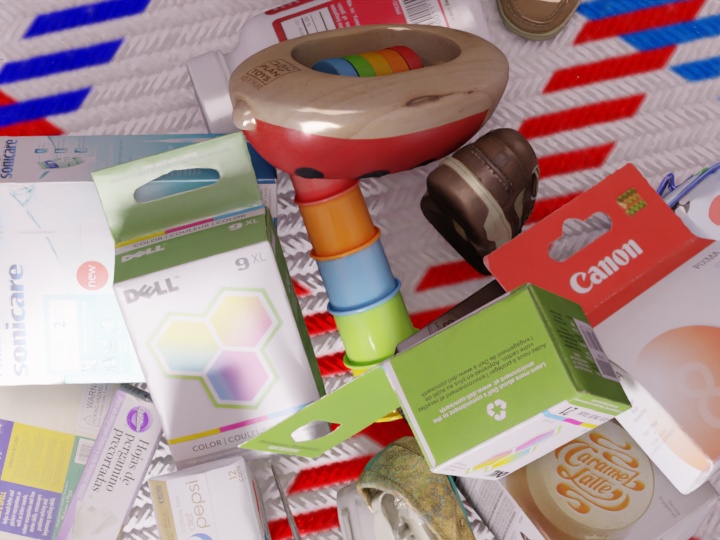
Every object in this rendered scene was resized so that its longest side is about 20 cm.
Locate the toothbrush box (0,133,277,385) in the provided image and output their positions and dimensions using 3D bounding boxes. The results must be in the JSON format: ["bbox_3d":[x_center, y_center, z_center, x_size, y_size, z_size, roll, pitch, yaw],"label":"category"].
[{"bbox_3d":[-0.154,-0.008,1.628,0.199,0.085,0.147,0,114,-3],"label":"toothbrush box"}]

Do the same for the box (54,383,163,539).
[{"bbox_3d":[-0.180,0.175,1.646,0.038,0.041,0.201,23,93,-1],"label":"box"}]

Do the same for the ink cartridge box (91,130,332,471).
[{"bbox_3d":[-0.094,0.024,1.567,0.103,0.059,0.201,-15,115,4],"label":"ink cartridge box"}]

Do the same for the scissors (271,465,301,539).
[{"bbox_3d":[-0.028,0.222,1.652,0.014,0.073,0.201,-25,80,14],"label":"scissors"}]

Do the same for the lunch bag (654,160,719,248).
[{"bbox_3d":[0.229,0.025,1.684,0.200,0.076,0.160,-40,79,-6],"label":"lunch bag"}]

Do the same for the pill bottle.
[{"bbox_3d":[-0.013,-0.136,1.690,0.199,0.112,0.113,-19,81,-3],"label":"pill bottle"}]

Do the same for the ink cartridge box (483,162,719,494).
[{"bbox_3d":[0.201,0.023,1.589,0.162,0.050,0.200,-32,77,-36],"label":"ink cartridge box"}]

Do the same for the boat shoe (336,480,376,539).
[{"bbox_3d":[0.024,0.236,1.653,0.065,0.072,0.201,-14,86,26],"label":"boat shoe"}]

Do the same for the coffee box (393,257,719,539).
[{"bbox_3d":[0.120,0.110,1.595,0.114,0.080,0.200,-31,72,-19],"label":"coffee box"}]

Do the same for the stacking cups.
[{"bbox_3d":[0.000,0.000,1.649,0.060,0.061,0.201,-19,110,-3],"label":"stacking cups"}]

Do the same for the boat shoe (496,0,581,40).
[{"bbox_3d":[0.141,-0.262,1.734,0.074,0.066,0.201,13,81,2],"label":"boat shoe"}]

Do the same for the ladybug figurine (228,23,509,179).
[{"bbox_3d":[0.004,-0.105,1.568,0.199,0.136,0.072,-12,118,-30],"label":"ladybug figurine"}]

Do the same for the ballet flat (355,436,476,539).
[{"bbox_3d":[0.058,0.205,1.596,0.070,0.071,0.201,-29,89,-5],"label":"ballet flat"}]

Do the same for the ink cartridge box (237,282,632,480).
[{"bbox_3d":[0.048,0.092,1.483,0.199,0.148,0.076,-30,76,12],"label":"ink cartridge box"}]

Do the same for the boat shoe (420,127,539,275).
[{"bbox_3d":[0.089,-0.049,1.629,0.075,0.202,0.075,-44,87,-5],"label":"boat shoe"}]

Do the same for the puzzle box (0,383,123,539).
[{"bbox_3d":[-0.232,0.087,1.697,0.132,0.025,0.201,12,81,1],"label":"puzzle box"}]

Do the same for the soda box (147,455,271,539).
[{"bbox_3d":[-0.093,0.166,1.595,0.063,0.200,0.069,-13,81,-2],"label":"soda box"}]
